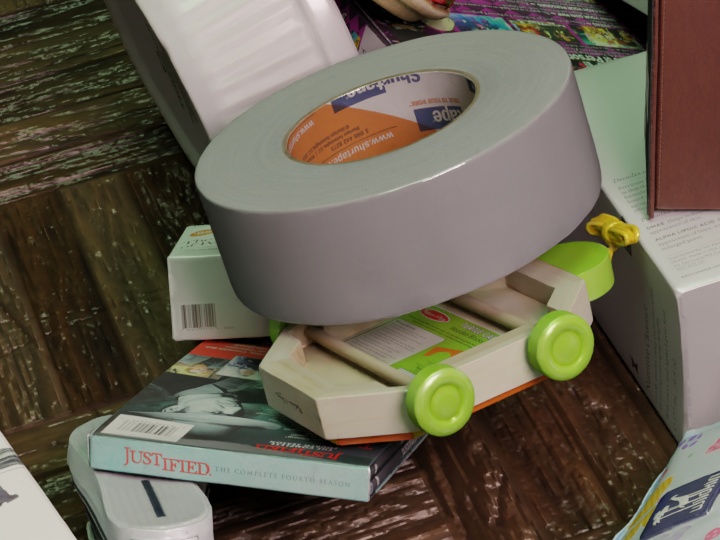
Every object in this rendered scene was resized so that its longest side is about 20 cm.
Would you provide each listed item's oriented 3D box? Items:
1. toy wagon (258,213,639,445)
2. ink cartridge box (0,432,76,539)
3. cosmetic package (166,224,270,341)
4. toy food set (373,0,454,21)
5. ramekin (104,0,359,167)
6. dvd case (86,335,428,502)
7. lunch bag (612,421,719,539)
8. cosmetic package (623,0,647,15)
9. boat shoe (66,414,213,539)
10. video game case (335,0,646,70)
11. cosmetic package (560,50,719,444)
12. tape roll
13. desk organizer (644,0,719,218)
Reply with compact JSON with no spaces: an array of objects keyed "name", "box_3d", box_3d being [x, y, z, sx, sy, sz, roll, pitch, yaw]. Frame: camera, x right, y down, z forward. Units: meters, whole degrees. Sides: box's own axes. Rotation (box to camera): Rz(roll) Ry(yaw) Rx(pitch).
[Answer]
[{"name":"toy wagon","box_3d":[0.053,0.027,1.369,0.199,0.040,0.155,-22,23,-22]},{"name":"ink cartridge box","box_3d":[-0.189,0.146,1.306,0.084,0.145,0.200,-23,41,-19]},{"name":"cosmetic package","box_3d":[0.000,0.000,1.508,0.198,0.051,0.083,-3,10,4]},{"name":"toy food set","box_3d":[-0.018,-0.216,1.547,0.049,0.200,0.198,-45,23,11]},{"name":"ramekin","box_3d":[-0.075,-0.133,1.602,0.094,0.203,0.202,-30,42,-10]},{"name":"dvd case","box_3d":[-0.034,0.068,1.415,0.145,0.022,0.200,6,15,16]},{"name":"lunch bag","box_3d":[0.201,0.145,1.261,0.199,0.128,0.170,11,41,32]},{"name":"cosmetic package","box_3d":[0.214,-0.195,1.675,0.150,0.052,0.200,-8,21,-16]},{"name":"boat shoe","box_3d":[-0.108,0.125,1.377,0.072,0.071,0.200,0,15,-6]},{"name":"video game case","box_3d":[0.062,-0.148,1.653,0.199,0.036,0.181,2,30,-33]},{"name":"cosmetic package","box_3d":[0.162,-0.015,1.475,0.081,0.113,0.200,-17,38,-12]},{"name":"tape roll","box_3d":[0.019,-0.050,1.415,0.199,0.067,0.201,-16,23,7]},{"name":"desk organizer","box_3d":[0.179,-0.126,1.364,0.076,0.201,0.072,0,39,4]}]
